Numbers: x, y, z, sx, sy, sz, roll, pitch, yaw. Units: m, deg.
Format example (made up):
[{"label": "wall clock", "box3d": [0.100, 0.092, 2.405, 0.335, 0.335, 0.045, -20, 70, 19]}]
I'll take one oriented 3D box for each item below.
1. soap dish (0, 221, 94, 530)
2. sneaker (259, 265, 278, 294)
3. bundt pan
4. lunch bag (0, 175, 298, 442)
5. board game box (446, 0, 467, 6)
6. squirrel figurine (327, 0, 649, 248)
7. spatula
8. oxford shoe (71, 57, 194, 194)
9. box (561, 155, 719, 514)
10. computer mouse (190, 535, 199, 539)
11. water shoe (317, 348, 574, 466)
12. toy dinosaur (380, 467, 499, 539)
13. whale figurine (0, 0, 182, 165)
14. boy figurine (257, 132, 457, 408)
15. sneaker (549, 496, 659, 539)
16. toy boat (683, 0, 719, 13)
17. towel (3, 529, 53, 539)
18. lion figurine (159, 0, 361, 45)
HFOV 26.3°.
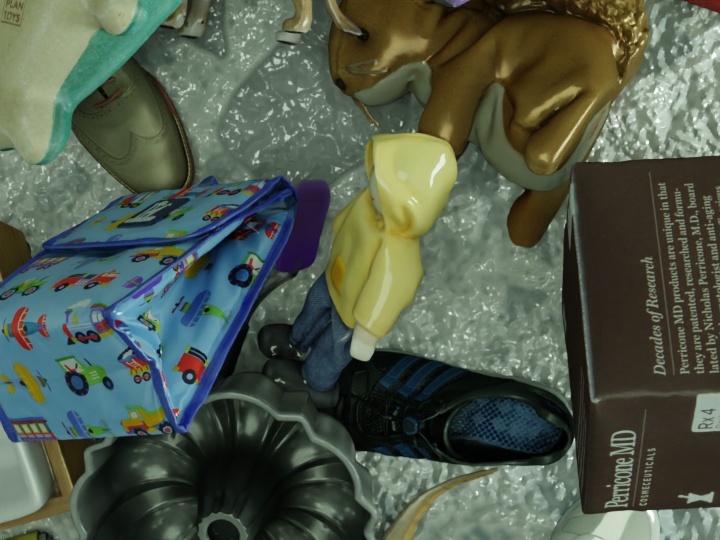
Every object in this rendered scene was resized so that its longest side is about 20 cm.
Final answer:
[{"label": "soap dish", "box3d": [-0.267, 0.075, 1.034, 0.156, 0.081, 0.202, -18, 91, 30]}, {"label": "sneaker", "box3d": [-0.124, 0.007, 1.050, 0.200, 0.076, 0.080, -45, 64, -2]}, {"label": "bundt pan", "box3d": [-0.080, 0.150, 0.991, 0.199, 0.076, 0.204, 4, 114, 8]}, {"label": "lunch bag", "box3d": [-0.133, 0.007, 0.961, 0.149, 0.200, 0.095, -7, 122, 36]}, {"label": "board game box", "box3d": [0.049, -0.238, 0.962, 0.119, 0.200, 0.033, -26, 134, -19]}, {"label": "squirrel figurine", "box3d": [0.081, -0.150, 1.010, 0.186, 0.142, 0.201, 31, 81, 12]}, {"label": "spatula", "box3d": [-0.070, 0.027, 1.051, 0.020, 0.056, 0.201, 37, 109, 19]}, {"label": "oxford shoe", "box3d": [-0.185, -0.129, 1.042, 0.070, 0.075, 0.201, -36, 90, 4]}, {"label": "box", "box3d": [0.230, 0.040, 0.948, 0.198, 0.166, 0.166, -4, 59, 4]}, {"label": "computer mouse", "box3d": [-0.137, 0.145, 1.079, 0.059, 0.034, 0.200, -42, 83, 1]}, {"label": "water shoe", "box3d": [0.045, 0.093, 1.035, 0.198, 0.079, 0.072, 3, 93, 4]}, {"label": "toy dinosaur", "box3d": [0.013, 0.209, 1.063, 0.105, 0.060, 0.202, 11, 103, -15]}, {"label": "whale figurine", "box3d": [-0.166, -0.159, 0.953, 0.103, 0.158, 0.202, 17, 90, -41]}, {"label": "boy figurine", "box3d": [0.000, 0.000, 0.973, 0.064, 0.125, 0.201, 14, 130, -20]}, {"label": "sneaker", "box3d": [0.139, 0.233, 1.035, 0.076, 0.081, 0.201, 32, 93, 3]}, {"label": "toy boat", "box3d": [0.262, -0.228, 0.977, 0.198, 0.131, 0.132, 18, 94, 3]}, {"label": "towel", "box3d": [-0.286, 0.279, 1.097, 0.198, 0.023, 0.145, -19, 92, 5]}, {"label": "lion figurine", "box3d": [-0.078, -0.215, 1.010, 0.198, 0.072, 0.124, 9, 91, 26]}]
